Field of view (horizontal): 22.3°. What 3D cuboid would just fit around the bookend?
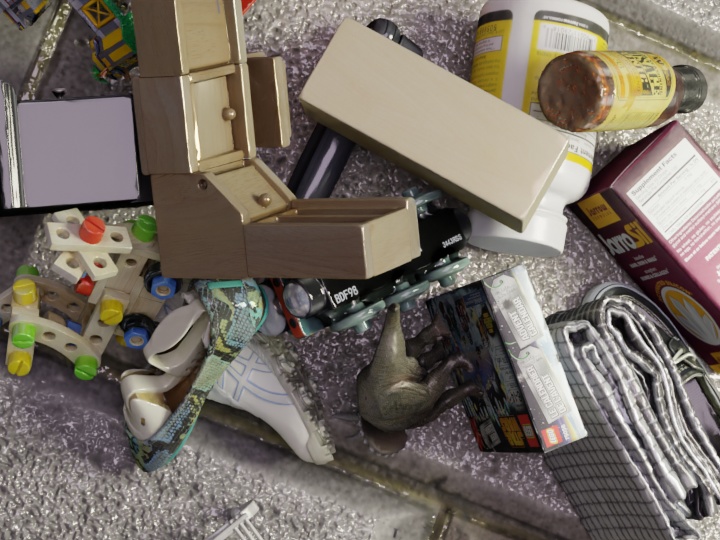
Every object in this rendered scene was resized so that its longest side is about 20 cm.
[{"bbox_3d":[-0.180,-0.095,1.384,0.198,0.200,0.093,-5,91,-12],"label":"bookend"}]

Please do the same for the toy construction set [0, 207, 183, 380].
[{"bbox_3d":[-0.209,0.010,1.382,0.131,0.200,0.092,17,57,-18],"label":"toy construction set"}]

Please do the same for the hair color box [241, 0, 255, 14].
[{"bbox_3d":[-0.092,-0.289,1.445,0.111,0.064,0.200,41,42,-9],"label":"hair color box"}]

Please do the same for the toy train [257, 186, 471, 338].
[{"bbox_3d":[0.000,0.000,1.430,0.200,0.114,0.086,-26,93,-43],"label":"toy train"}]

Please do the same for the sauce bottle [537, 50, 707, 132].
[{"bbox_3d":[0.216,-0.145,1.462,0.200,0.066,0.066,-12,86,-54],"label":"sauce bottle"}]

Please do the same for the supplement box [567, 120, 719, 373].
[{"bbox_3d":[0.282,-0.016,1.525,0.086,0.110,0.200,-43,94,-14],"label":"supplement box"}]

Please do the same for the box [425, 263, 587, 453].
[{"bbox_3d":[0.110,0.073,1.432,0.040,0.200,0.137,-20,88,-11],"label":"box"}]

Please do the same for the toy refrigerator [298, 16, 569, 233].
[{"bbox_3d":[0.058,-0.112,1.425,0.199,0.070,0.076,29,85,8],"label":"toy refrigerator"}]

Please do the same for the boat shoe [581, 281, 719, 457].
[{"bbox_3d":[0.264,0.091,1.530,0.072,0.071,0.200,-38,92,-13],"label":"boat shoe"}]

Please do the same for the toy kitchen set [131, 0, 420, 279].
[{"bbox_3d":[-0.042,-0.108,1.325,0.180,0.163,0.201,1,103,30],"label":"toy kitchen set"}]

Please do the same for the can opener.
[{"bbox_3d":[-0.015,-0.116,1.495,0.078,0.063,0.201,30,78,-8],"label":"can opener"}]

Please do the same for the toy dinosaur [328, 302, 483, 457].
[{"bbox_3d":[0.034,0.091,1.409,0.102,0.200,0.077,-37,73,-10],"label":"toy dinosaur"}]

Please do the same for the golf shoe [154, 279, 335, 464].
[{"bbox_3d":[-0.099,0.082,1.463,0.097,0.078,0.200,-34,89,7],"label":"golf shoe"}]

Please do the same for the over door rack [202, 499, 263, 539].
[{"bbox_3d":[-0.118,0.295,1.418,0.200,0.067,0.148,-39,93,-34],"label":"over door rack"}]

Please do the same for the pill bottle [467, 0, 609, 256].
[{"bbox_3d":[0.140,-0.117,1.505,0.111,0.111,0.201,11,82,-11],"label":"pill bottle"}]

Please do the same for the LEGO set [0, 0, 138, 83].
[{"bbox_3d":[-0.210,-0.231,1.439,0.154,0.116,0.200,43,44,-25],"label":"LEGO set"}]

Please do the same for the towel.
[{"bbox_3d":[0.208,0.122,1.468,0.085,0.166,0.201,-31,91,-18],"label":"towel"}]

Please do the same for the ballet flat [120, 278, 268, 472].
[{"bbox_3d":[-0.146,0.076,1.396,0.074,0.074,0.200,29,117,-8],"label":"ballet flat"}]
